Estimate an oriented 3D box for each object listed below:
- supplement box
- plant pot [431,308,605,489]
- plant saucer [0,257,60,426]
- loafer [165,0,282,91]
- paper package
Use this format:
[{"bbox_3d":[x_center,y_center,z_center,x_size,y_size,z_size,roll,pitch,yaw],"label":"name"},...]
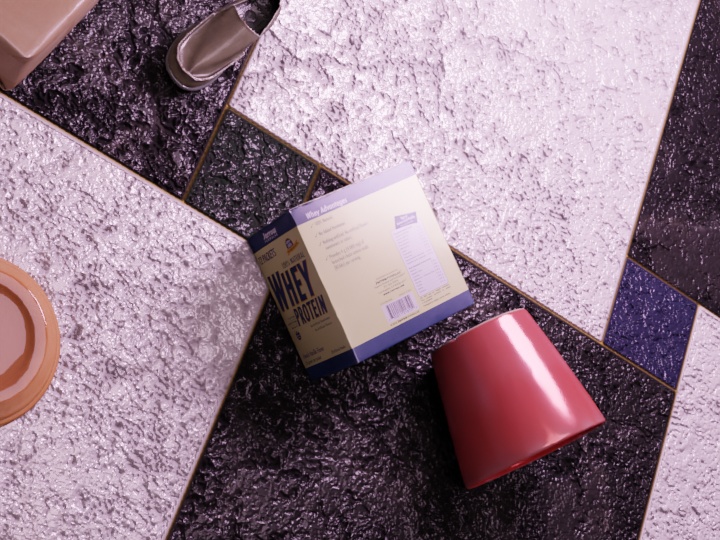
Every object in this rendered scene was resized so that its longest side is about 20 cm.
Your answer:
[{"bbox_3d":[0.000,0.000,1.694,0.198,0.134,0.202,-24,89,-32],"label":"supplement box"},{"bbox_3d":[0.189,0.160,1.734,0.198,0.200,0.179,-18,77,-31],"label":"plant pot"},{"bbox_3d":[-0.428,0.076,1.491,0.197,0.037,0.204,8,73,-27],"label":"plant saucer"},{"bbox_3d":[-0.172,-0.307,1.721,0.075,0.069,0.200,47,59,-10],"label":"loafer"},{"bbox_3d":[-0.413,-0.352,1.580,0.190,0.103,0.201,41,61,-11],"label":"paper package"}]
